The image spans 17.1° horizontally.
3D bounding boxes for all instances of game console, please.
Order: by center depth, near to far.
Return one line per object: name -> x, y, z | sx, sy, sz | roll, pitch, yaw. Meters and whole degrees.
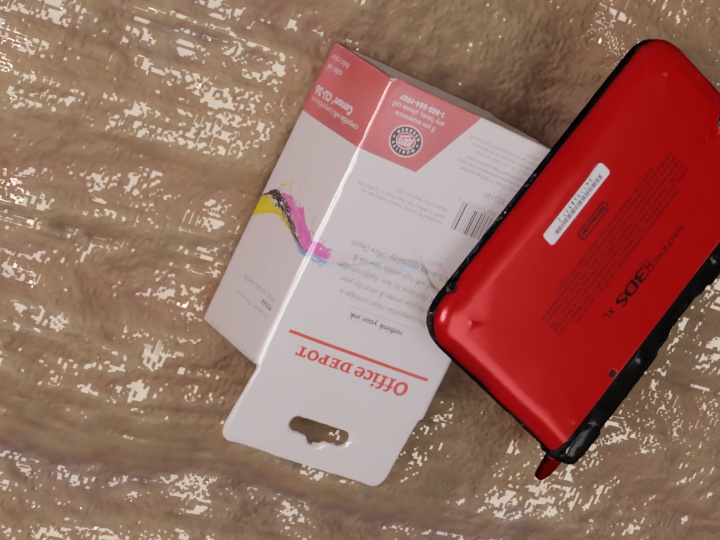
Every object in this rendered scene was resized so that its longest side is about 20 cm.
game console -> 0.127, -0.002, 1.289 | 0.172, 0.119, 0.200 | 43, 79, -23

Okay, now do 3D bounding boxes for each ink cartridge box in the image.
ink cartridge box -> 0.000, 0.000, 1.236 | 0.116, 0.067, 0.201 | 22, 99, -35
